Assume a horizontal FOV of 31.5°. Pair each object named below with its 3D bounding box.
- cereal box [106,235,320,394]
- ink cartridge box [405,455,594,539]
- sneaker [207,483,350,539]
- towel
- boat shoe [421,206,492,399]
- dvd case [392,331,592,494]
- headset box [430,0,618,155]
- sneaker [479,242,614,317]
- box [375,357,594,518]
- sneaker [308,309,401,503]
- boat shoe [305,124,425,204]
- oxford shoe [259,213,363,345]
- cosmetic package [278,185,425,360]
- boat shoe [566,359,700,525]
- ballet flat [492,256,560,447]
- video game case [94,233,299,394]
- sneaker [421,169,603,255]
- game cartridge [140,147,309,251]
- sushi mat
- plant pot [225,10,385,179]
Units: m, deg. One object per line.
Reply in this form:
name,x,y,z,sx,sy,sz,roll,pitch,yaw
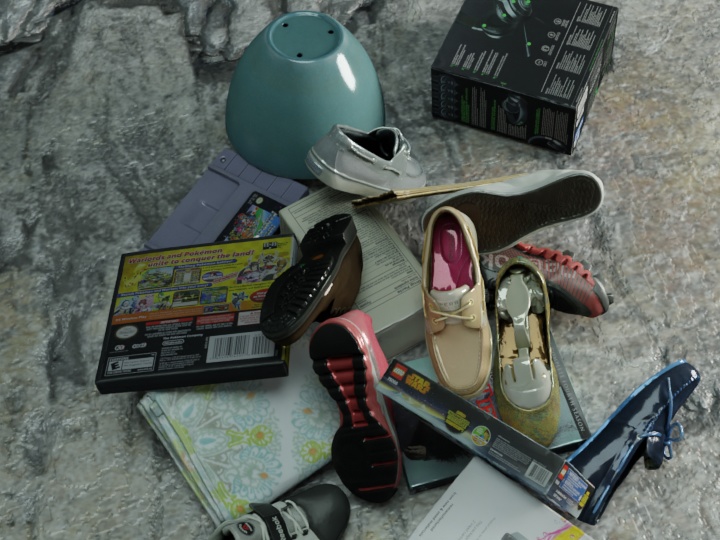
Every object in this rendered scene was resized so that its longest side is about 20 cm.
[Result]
cereal box,-0.154,0.071,1.390,0.199,0.040,0.144,-33,77,-17
ink cartridge box,0.141,0.307,1.172,0.199,0.147,0.146,34,64,22
sneaker,-0.094,0.267,1.250,0.199,0.089,0.074,-33,59,-19
towel,-0.108,0.149,1.327,0.199,0.048,0.172,-32,82,-16
boat shoe,0.093,0.030,1.317,0.073,0.069,0.202,-10,74,12
dvd case,0.128,0.144,1.355,0.198,0.022,0.147,-13,57,-6
headset box,0.194,-0.257,1.571,0.198,0.093,0.175,17,60,15
sneaker,0.177,0.012,1.409,0.199,0.071,0.098,28,62,22
box,0.122,0.162,1.236,0.199,0.137,0.040,30,83,28
sneaker,0.011,0.133,1.288,0.073,0.202,0.087,-5,16,26
boat shoe,0.022,-0.125,1.444,0.072,0.200,0.070,-51,61,23
oxford shoe,-0.038,0.024,1.297,0.072,0.085,0.200,-9,27,30
cosmetic package,0.000,0.000,1.427,0.104,0.071,0.201,-25,59,-15
boat shoe,0.281,0.180,1.297,0.200,0.084,0.069,-46,59,-5
ballet flat,0.167,0.081,1.314,0.070,0.071,0.202,-2,72,2
video game case,-0.166,0.043,1.335,0.198,0.026,0.182,-6,46,9
sneaker,0.167,-0.065,1.395,0.198,0.085,0.074,-10,99,12
game cartridge,-0.161,-0.046,1.492,0.129,0.039,0.201,23,61,22
sushi mat,0.093,-0.090,1.433,0.198,0.095,0.012,-10,90,-34
plant pot,-0.066,-0.228,1.529,0.198,0.135,0.201,1,50,-1
